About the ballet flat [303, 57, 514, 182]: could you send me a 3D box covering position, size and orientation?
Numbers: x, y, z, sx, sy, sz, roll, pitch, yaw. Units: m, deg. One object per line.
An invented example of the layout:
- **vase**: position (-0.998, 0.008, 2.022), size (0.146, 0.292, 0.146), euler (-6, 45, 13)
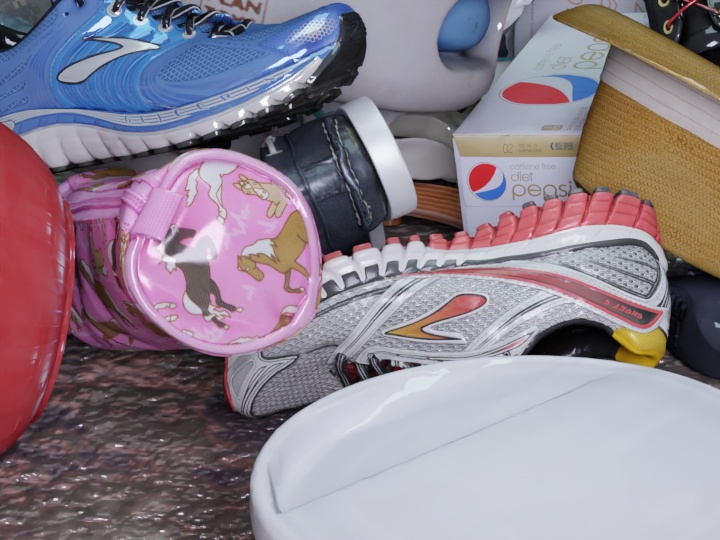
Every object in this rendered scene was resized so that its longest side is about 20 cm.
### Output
- **ballet flat**: position (0.043, -0.070, 1.492), size (0.069, 0.070, 0.200), euler (19, 12, 38)

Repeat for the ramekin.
- **ramekin**: position (0.061, 0.112, 1.030), size (0.201, 0.095, 0.202), euler (-1, 24, 0)

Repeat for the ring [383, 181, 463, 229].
- **ring**: position (0.000, 0.000, 1.395), size (0.200, 0.019, 0.201), euler (-1, 24, 1)

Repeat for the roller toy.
- **roller toy**: position (-0.018, -0.149, 1.346), size (0.199, 0.140, 0.182), euler (8, 14, -24)

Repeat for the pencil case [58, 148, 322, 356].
- **pencil case**: position (-0.078, -0.006, 1.199), size (0.086, 0.083, 0.200), euler (-9, 3, -18)

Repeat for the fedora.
- **fedora**: position (0.159, -0.045, 1.314), size (0.200, 0.082, 0.201), euler (30, 5, -3)

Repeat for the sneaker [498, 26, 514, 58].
- **sneaker**: position (0.026, -0.138, 1.640), size (0.129, 0.080, 0.199), euler (23, 42, 28)

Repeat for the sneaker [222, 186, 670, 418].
- **sneaker**: position (0.037, 0.029, 1.244), size (0.199, 0.082, 0.078), euler (-16, -23, 7)

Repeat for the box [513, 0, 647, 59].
- **box**: position (0.193, -0.145, 1.559), size (0.199, 0.153, 0.106), euler (13, 26, 29)

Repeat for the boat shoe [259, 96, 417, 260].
- **boat shoe**: position (-0.022, -0.032, 1.296), size (0.060, 0.076, 0.200), euler (-23, -9, -8)

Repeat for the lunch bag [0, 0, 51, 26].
- **lunch bag**: position (-0.222, -0.080, 1.438), size (0.164, 0.118, 0.200), euler (-29, 1, -32)

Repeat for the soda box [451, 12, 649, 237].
- **soda box**: position (0.105, -0.071, 1.448), size (0.068, 0.064, 0.200), euler (0, 22, 18)

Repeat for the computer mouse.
- **computer mouse**: position (0.149, -0.001, 1.373), size (0.058, 0.034, 0.200), euler (-8, 24, -15)

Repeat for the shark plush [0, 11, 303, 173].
- **shark plush**: position (-0.129, -0.085, 1.348), size (0.199, 0.091, 0.083), euler (20, 52, 7)

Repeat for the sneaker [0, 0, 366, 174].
- **sneaker**: position (-0.093, -0.093, 1.236), size (0.199, 0.090, 0.079), euler (-8, 4, 23)

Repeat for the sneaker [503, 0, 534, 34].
- **sneaker**: position (0.005, -0.150, 1.508), size (0.200, 0.092, 0.076), euler (-25, 49, 18)

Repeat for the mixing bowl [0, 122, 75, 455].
- **mixing bowl**: position (-0.180, 0.010, 1.186), size (0.108, 0.201, 0.200), euler (9, 19, -18)

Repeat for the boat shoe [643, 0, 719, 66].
- **boat shoe**: position (0.182, -0.125, 1.460), size (0.073, 0.202, 0.063), euler (-17, 11, 24)
